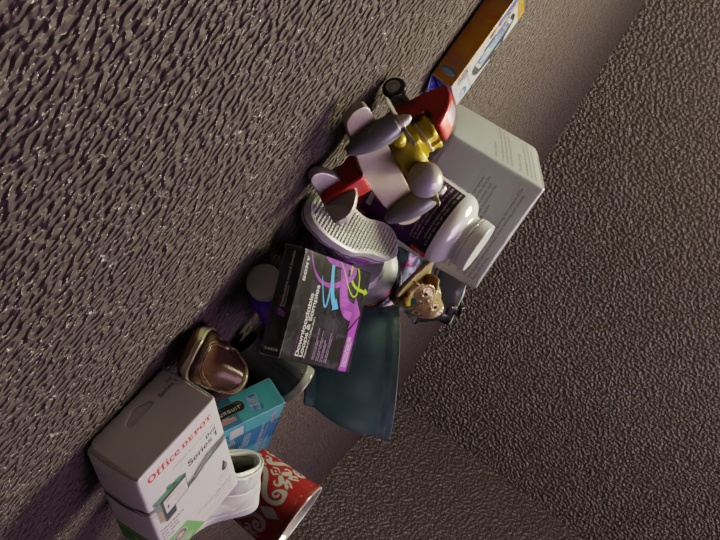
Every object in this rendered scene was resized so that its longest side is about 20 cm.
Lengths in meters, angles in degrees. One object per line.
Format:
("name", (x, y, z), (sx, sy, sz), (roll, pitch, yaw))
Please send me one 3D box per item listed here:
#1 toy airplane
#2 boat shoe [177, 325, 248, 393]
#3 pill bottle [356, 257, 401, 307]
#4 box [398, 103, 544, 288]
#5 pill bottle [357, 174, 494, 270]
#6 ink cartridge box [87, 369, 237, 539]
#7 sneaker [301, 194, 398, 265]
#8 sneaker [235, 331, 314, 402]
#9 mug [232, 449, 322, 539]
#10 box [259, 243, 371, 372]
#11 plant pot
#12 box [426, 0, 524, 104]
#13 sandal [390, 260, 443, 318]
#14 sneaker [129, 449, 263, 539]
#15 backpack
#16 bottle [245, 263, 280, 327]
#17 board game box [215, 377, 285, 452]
("toy airplane", (0.036, -0.128, 1.510), (0.200, 0.141, 0.199), (-15, 133, -46))
("boat shoe", (-0.175, 0.118, 1.537), (0.202, 0.075, 0.075), (76, 38, -81))
("pill bottle", (0.000, 0.000, 1.867), (0.120, 0.120, 0.200), (-53, 170, -4))
("box", (0.160, -0.123, 1.907), (0.199, 0.171, 0.200), (-57, -170, 22))
("pill bottle", (0.086, -0.088, 1.719), (0.112, 0.200, 0.112), (-51, 170, -13))
("ink cartridge box", (-0.238, 0.241, 1.499), (0.146, 0.084, 0.200), (-48, 152, -30))
("sneaker", (-0.046, -0.042, 1.642), (0.200, 0.114, 0.073), (29, 56, -54))
("sneaker", (-0.152, 0.148, 1.781), (0.200, 0.106, 0.075), (-35, -162, 54))
("mug", (-0.182, 0.349, 1.975), (0.133, 0.200, 0.178), (-51, 171, -18))
("box", (-0.055, 0.053, 1.592), (0.200, 0.036, 0.143), (20, 83, -62))
("plant pot", (-0.017, 0.147, 1.828), (0.200, 0.134, 0.201), (-176, -90, -88))
("box", (0.166, -0.322, 1.767), (0.200, 0.041, 0.119), (-56, 171, 1))
("sandal", (0.096, 0.039, 1.806), (0.078, 0.070, 0.212), (-42, 176, -10))
("sneaker", (-0.226, 0.305, 1.684), (0.200, 0.074, 0.116), (-17, 139, -32))
("backpack", (0.100, -0.020, 2.112), (0.200, 0.150, 0.178), (-109, -150, -51))
("bottle", (-0.105, 0.048, 1.627), (0.065, 0.084, 0.200), (-28, 155, -1))
("board game box", (-0.212, 0.240, 1.704), (0.200, 0.047, 0.151), (-24, 157, -27))
